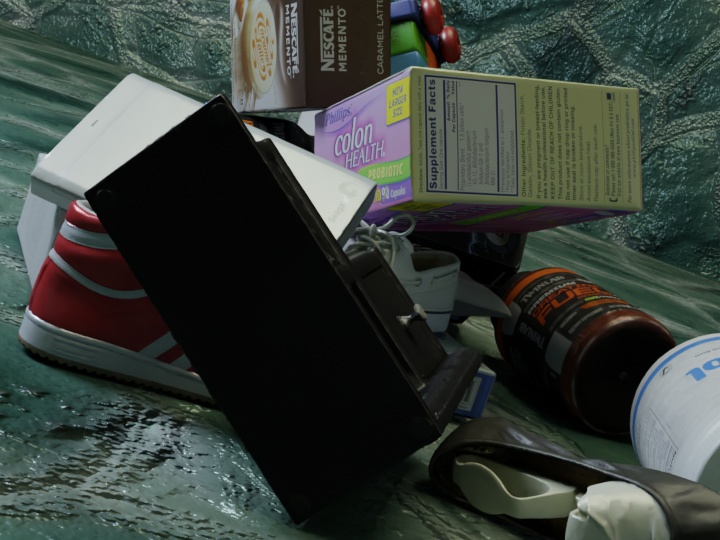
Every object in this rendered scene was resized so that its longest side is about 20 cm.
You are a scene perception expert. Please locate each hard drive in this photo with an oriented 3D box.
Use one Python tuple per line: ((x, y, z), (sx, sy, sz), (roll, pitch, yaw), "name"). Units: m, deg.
((-0.104, -0.056, 0.880), (0.199, 0.026, 0.132), (24, 47, 9), "hard drive")

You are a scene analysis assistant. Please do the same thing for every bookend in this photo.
((-0.030, 0.011, 0.724), (0.199, 0.092, 0.200), (57, 13, 2), "bookend")

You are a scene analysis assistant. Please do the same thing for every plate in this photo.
((0.000, 0.000, 1.112), (0.199, 0.033, 0.200), (18, -10, -35), "plate")

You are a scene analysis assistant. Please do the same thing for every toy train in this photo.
((0.057, -0.163, 1.193), (0.084, 0.116, 0.200), (-10, -15, 15), "toy train")

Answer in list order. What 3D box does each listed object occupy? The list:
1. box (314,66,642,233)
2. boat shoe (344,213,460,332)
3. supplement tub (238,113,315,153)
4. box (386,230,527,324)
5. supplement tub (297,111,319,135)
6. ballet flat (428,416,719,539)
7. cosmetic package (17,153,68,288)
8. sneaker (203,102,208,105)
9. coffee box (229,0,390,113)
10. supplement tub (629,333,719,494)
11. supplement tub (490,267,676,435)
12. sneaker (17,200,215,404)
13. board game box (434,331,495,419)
((0.088, -0.086, 1.003), (0.199, 0.097, 0.176), (2, -5, -25), "box")
((0.012, -0.004, 0.931), (0.074, 0.087, 0.201), (26, 13, 39), "boat shoe")
((-0.126, -0.085, 1.183), (0.199, 0.123, 0.123), (3, 14, -15), "supplement tub")
((0.054, -0.034, 1.208), (0.163, 0.087, 0.200), (18, -19, -7), "box")
((0.046, -0.119, 1.329), (0.199, 0.146, 0.145), (27, 4, -31), "supplement tub")
((0.119, 0.136, 0.713), (0.199, 0.068, 0.068), (14, 14, 41), "ballet flat")
((-0.197, -0.026, 0.967), (0.101, 0.074, 0.200), (14, 9, -23), "cosmetic package")
((-0.106, -0.081, 0.999), (0.199, 0.086, 0.077), (16, 10, -37), "sneaker")
((-0.048, -0.197, 1.120), (0.079, 0.115, 0.200), (-4, 6, -23), "coffee box")
((0.253, 0.122, 0.827), (0.131, 0.133, 0.200), (19, 9, -2), "supplement tub")
((0.183, 0.060, 1.118), (0.106, 0.107, 0.200), (15, 10, -23), "supplement tub")
((-0.098, 0.016, 0.792), (0.199, 0.113, 0.071), (15, 11, -22), "sneaker")
((-0.023, 0.045, 0.990), (0.199, 0.044, 0.199), (16, 10, -18), "board game box")
